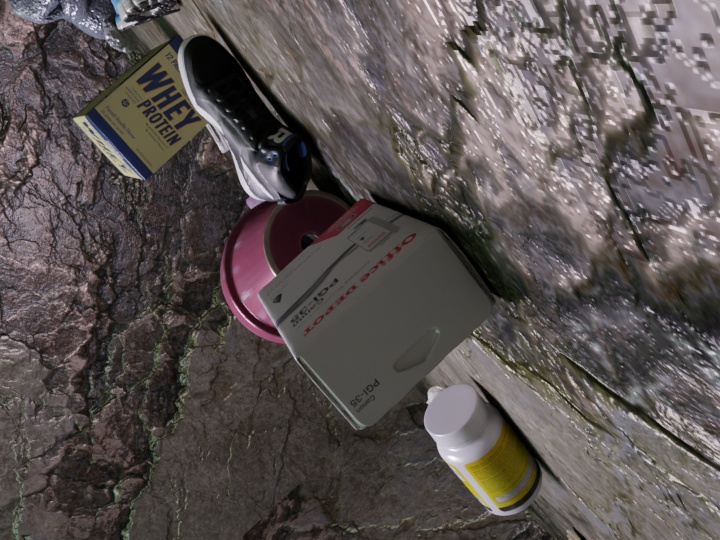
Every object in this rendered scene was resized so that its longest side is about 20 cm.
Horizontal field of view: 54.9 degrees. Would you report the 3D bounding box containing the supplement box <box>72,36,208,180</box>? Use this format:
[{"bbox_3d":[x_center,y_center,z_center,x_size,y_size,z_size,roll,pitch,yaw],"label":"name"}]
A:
[{"bbox_3d":[-0.362,-0.274,1.189,0.135,0.200,0.199,50,164,-26],"label":"supplement box"}]

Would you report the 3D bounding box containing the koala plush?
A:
[{"bbox_3d":[-0.487,-0.479,1.219,0.178,0.184,0.200,47,-173,29],"label":"koala plush"}]

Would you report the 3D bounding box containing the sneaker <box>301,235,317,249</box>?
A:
[{"bbox_3d":[-0.133,-0.016,1.289,0.114,0.197,0.076,63,-156,-43],"label":"sneaker"}]

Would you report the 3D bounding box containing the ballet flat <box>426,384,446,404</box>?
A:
[{"bbox_3d":[0.189,0.310,1.665,0.073,0.073,0.200,48,178,10],"label":"ballet flat"}]

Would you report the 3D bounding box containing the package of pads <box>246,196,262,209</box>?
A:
[{"bbox_3d":[-0.281,-0.165,2.254,0.200,0.076,0.121,47,176,28],"label":"package of pads"}]

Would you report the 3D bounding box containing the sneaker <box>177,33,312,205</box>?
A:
[{"bbox_3d":[-0.111,-0.164,0.749,0.111,0.073,0.201,14,139,49],"label":"sneaker"}]

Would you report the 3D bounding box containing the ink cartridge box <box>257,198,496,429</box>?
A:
[{"bbox_3d":[0.002,0.023,0.590,0.083,0.146,0.200,50,175,-19],"label":"ink cartridge box"}]

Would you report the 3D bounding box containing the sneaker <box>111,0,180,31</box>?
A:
[{"bbox_3d":[-0.254,-0.332,0.788,0.200,0.078,0.091,31,143,66],"label":"sneaker"}]

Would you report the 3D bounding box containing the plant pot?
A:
[{"bbox_3d":[-0.074,-0.013,0.891,0.200,0.200,0.179,49,160,-1],"label":"plant pot"}]

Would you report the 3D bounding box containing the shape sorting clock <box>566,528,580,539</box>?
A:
[{"bbox_3d":[0.495,0.625,1.436,0.200,0.039,0.200,49,175,6],"label":"shape sorting clock"}]

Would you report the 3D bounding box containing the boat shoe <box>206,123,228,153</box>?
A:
[{"bbox_3d":[-0.312,-0.317,1.359,0.200,0.066,0.072,49,176,0],"label":"boat shoe"}]

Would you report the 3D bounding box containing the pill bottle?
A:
[{"bbox_3d":[0.189,0.276,1.074,0.201,0.114,0.114,52,175,-26],"label":"pill bottle"}]
